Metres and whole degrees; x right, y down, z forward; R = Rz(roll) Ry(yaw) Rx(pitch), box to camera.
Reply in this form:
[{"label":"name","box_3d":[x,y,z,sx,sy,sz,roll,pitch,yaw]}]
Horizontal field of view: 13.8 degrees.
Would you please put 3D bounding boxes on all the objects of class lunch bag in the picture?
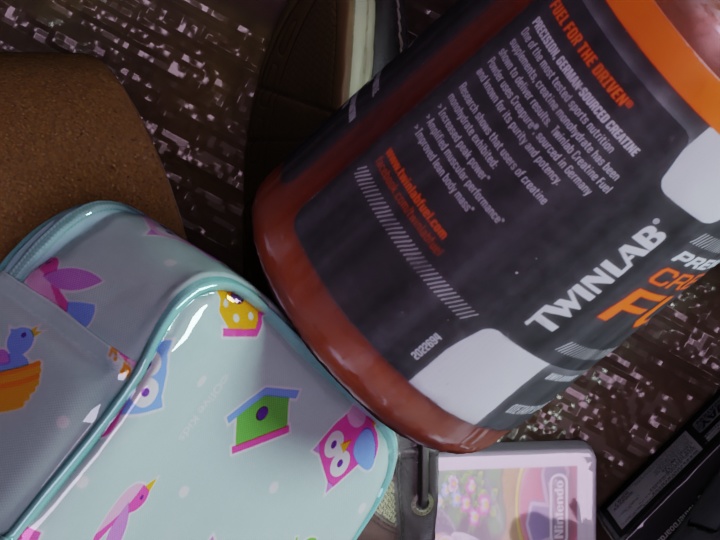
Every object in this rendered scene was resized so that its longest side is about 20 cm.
[{"label":"lunch bag","box_3d":[-0.086,0.091,0.874,0.200,0.077,0.160,-53,144,-5]}]

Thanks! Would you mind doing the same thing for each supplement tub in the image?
[{"label":"supplement tub","box_3d":[0.070,-0.044,0.840,0.200,0.107,0.107,-41,102,22]}]

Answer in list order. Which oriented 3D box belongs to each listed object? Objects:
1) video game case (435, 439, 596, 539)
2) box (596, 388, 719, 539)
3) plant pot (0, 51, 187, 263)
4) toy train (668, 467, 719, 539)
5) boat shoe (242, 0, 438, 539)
[{"label":"video game case","box_3d":[-0.018,0.133,1.022,0.199,0.018,0.144,-1,100,-5]},{"label":"box","box_3d":[0.205,0.072,1.018,0.200,0.050,0.158,-44,101,2]},{"label":"plant pot","box_3d":[-0.160,0.009,0.922,0.199,0.186,0.187,-21,101,-18]},{"label":"toy train","box_3d":[0.128,0.145,0.946,0.114,0.087,0.200,37,84,-8]},{"label":"boat shoe","box_3d":[0.000,0.000,0.981,0.065,0.073,0.201,3,95,-26]}]
